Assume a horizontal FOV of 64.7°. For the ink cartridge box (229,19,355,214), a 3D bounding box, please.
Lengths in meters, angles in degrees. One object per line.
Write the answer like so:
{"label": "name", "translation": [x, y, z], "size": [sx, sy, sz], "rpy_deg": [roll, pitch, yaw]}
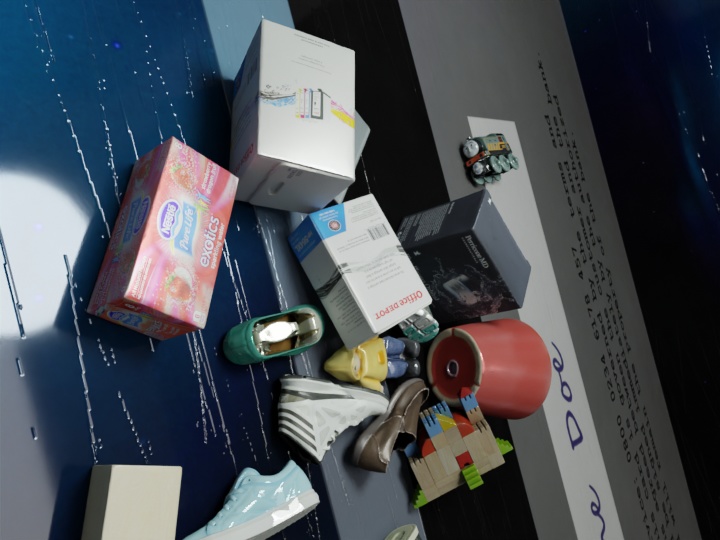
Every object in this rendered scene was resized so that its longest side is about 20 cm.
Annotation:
{"label": "ink cartridge box", "translation": [-0.099, -0.205, 0.805], "size": [0.142, 0.147, 0.205], "rpy_deg": [8, 71, -27]}

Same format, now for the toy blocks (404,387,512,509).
{"label": "toy blocks", "translation": [0.148, 0.292, 0.972], "size": [0.139, 0.197, 0.100], "rpy_deg": [64, -1, -10]}

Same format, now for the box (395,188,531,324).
{"label": "box", "translation": [0.188, -0.018, 1.081], "size": [0.198, 0.197, 0.118], "rpy_deg": [52, 44, -25]}

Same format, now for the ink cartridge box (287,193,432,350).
{"label": "ink cartridge box", "translation": [0.000, 0.000, 0.884], "size": [0.145, 0.084, 0.203], "rpy_deg": [-22, 80, -43]}

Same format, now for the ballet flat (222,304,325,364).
{"label": "ballet flat", "translation": [-0.099, 0.088, 0.798], "size": [0.198, 0.069, 0.069], "rpy_deg": [-13, 87, -52]}

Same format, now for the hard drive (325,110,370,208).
{"label": "hard drive", "translation": [-0.058, -0.224, 0.980], "size": [0.140, 0.032, 0.203], "rpy_deg": [45, 47, -32]}

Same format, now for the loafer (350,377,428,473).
{"label": "loafer", "translation": [0.062, 0.257, 0.923], "size": [0.200, 0.070, 0.074], "rpy_deg": [-42, 149, -41]}

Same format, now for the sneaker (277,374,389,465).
{"label": "sneaker", "translation": [-0.043, 0.224, 0.835], "size": [0.198, 0.075, 0.118], "rpy_deg": [19, 72, -37]}

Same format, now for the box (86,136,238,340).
{"label": "box", "translation": [-0.226, -0.035, 0.663], "size": [0.102, 0.093, 0.204], "rpy_deg": [31, 56, -40]}

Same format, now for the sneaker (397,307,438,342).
{"label": "sneaker", "translation": [0.063, 0.040, 1.026], "size": [0.201, 0.077, 0.092], "rpy_deg": [50, 21, -22]}

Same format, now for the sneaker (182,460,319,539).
{"label": "sneaker", "translation": [-0.146, 0.291, 0.691], "size": [0.198, 0.074, 0.083], "rpy_deg": [-6, 53, -46]}

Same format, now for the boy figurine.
{"label": "boy figurine", "translation": [0.020, 0.141, 0.930], "size": [0.198, 0.063, 0.127], "rpy_deg": [10, 80, -51]}

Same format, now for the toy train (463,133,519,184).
{"label": "toy train", "translation": [0.326, -0.287, 1.439], "size": [0.198, 0.085, 0.116], "rpy_deg": [-18, 80, -50]}

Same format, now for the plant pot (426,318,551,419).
{"label": "plant pot", "translation": [0.234, 0.187, 1.093], "size": [0.175, 0.199, 0.205], "rpy_deg": [8, 72, -37]}

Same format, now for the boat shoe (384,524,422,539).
{"label": "boat shoe", "translation": [0.039, 0.461, 0.842], "size": [0.199, 0.071, 0.069], "rpy_deg": [-21, 90, -53]}

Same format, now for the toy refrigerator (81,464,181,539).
{"label": "toy refrigerator", "translation": [-0.236, 0.301, 0.564], "size": [0.075, 0.069, 0.205], "rpy_deg": [16, 65, -39]}
